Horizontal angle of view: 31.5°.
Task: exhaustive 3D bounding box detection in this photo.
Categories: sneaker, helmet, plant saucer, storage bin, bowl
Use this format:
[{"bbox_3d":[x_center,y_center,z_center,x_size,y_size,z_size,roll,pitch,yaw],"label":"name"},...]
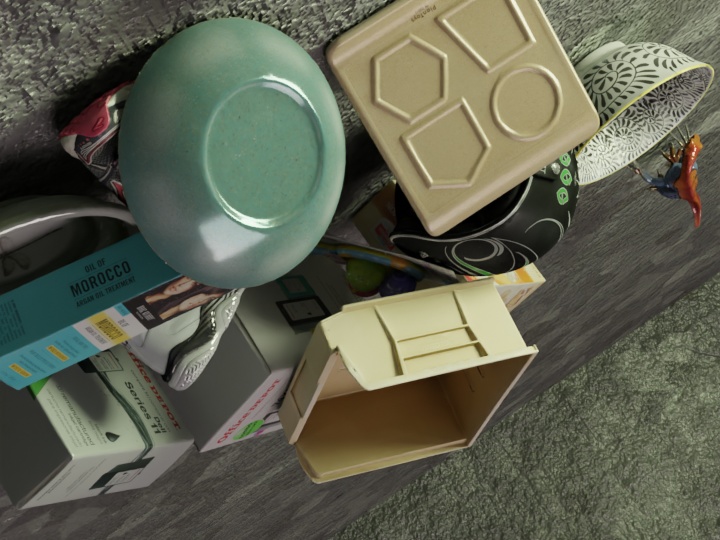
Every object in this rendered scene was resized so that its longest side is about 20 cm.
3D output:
[{"bbox_3d":[-0.158,-0.081,0.973,0.081,0.075,0.200,-36,162,4],"label":"sneaker"},{"bbox_3d":[0.116,-0.084,1.259,0.200,0.200,0.191,-38,161,11],"label":"helmet"},{"bbox_3d":[-0.080,-0.085,0.934,0.201,0.201,0.039,-22,-162,-35],"label":"plant saucer"},{"bbox_3d":[-0.163,0.000,1.165,0.075,0.115,0.200,-34,-152,60],"label":"sneaker"},{"bbox_3d":[-0.265,-0.010,0.988,0.200,0.050,0.200,-24,162,-9],"label":"plant saucer"},{"bbox_3d":[0.039,0.112,1.268,0.198,0.094,0.200,-11,150,-24],"label":"storage bin"},{"bbox_3d":[0.290,-0.196,1.444,0.201,0.094,0.201,-30,162,-11],"label":"bowl"}]

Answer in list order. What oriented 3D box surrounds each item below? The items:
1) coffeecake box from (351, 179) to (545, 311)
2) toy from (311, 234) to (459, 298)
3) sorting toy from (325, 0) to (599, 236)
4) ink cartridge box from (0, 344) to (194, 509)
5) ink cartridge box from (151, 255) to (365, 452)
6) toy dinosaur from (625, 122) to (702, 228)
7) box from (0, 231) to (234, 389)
[{"bbox_3d":[0.104,-0.022,1.461,0.073,0.154,0.200,-44,160,25],"label":"coffeecake box"},{"bbox_3d":[0.000,0.000,1.282,0.115,0.200,0.047,39,71,-75],"label":"toy"},{"bbox_3d":[0.090,-0.157,1.104,0.185,0.200,0.036,-33,-159,-5],"label":"sorting toy"},{"bbox_3d":[-0.270,0.136,1.215,0.083,0.147,0.200,-42,162,17],"label":"ink cartridge box"},{"bbox_3d":[-0.103,0.078,1.359,0.200,0.146,0.147,-10,149,-51],"label":"ink cartridge box"},{"bbox_3d":[0.472,-0.143,1.834,0.105,0.200,0.182,-52,-168,6],"label":"toy dinosaur"},{"bbox_3d":[-0.200,0.024,1.000,0.200,0.049,0.082,-25,162,-2],"label":"box"}]
